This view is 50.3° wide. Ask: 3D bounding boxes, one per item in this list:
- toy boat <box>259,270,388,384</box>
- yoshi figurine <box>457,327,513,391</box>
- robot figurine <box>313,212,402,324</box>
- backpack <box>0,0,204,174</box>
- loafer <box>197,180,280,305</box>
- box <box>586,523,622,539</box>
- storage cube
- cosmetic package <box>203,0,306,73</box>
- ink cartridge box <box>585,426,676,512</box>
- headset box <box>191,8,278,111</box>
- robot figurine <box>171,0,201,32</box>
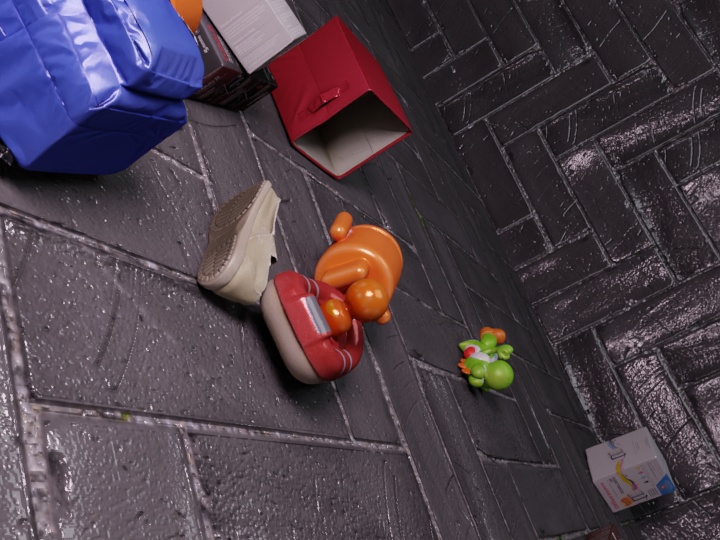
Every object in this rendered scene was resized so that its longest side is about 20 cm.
[{"bbox_3d":[-0.027,0.053,0.895,0.131,0.131,0.200,64,4,9],"label":"toy boat"},{"bbox_3d":[0.273,0.196,1.592,0.113,0.112,0.200,65,19,-10],"label":"yoshi figurine"},{"bbox_3d":[0.000,0.002,1.110,0.144,0.117,0.200,32,21,-1],"label":"robot figurine"},{"bbox_3d":[-0.245,-0.204,0.661,0.200,0.168,0.163,58,11,4],"label":"backpack"},{"bbox_3d":[-0.130,-0.030,0.871,0.068,0.076,0.200,53,28,-28],"label":"loafer"},{"bbox_3d":[0.561,0.654,1.739,0.100,0.075,0.200,65,19,12],"label":"box"},{"bbox_3d":[-0.041,-0.304,1.374,0.200,0.171,0.180,28,35,-59],"label":"storage cube"},{"bbox_3d":[-0.166,-0.375,1.026,0.200,0.090,0.107,53,19,-12],"label":"cosmetic package"},{"bbox_3d":[0.805,0.597,2.296,0.147,0.200,0.145,55,20,-19],"label":"ink cartridge box"},{"bbox_3d":[-0.213,-0.312,1.061,0.149,0.075,0.200,62,18,5],"label":"headset box"},{"bbox_3d":[-0.247,-0.296,0.849,0.200,0.116,0.144,-65,162,-69],"label":"robot figurine"}]
